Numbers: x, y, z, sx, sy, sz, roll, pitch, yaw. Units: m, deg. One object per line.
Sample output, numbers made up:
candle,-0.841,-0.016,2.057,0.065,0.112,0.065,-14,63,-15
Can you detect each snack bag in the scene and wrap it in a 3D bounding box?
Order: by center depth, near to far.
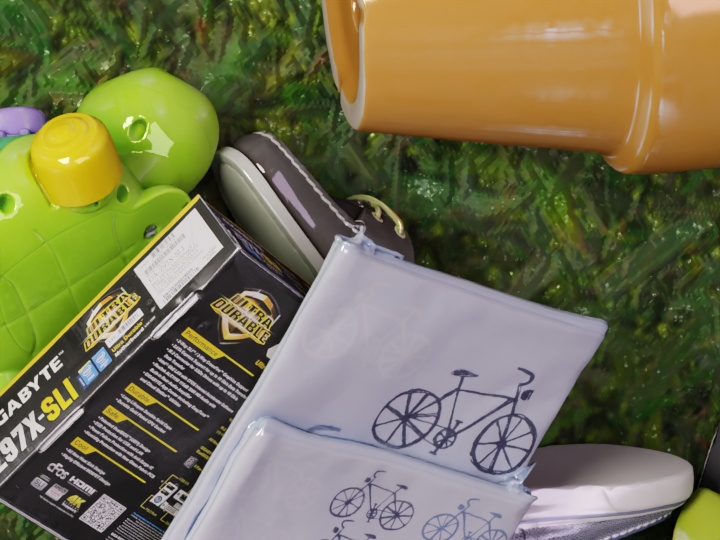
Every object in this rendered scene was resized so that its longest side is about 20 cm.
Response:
snack bag,0.015,0.087,1.337,0.189,0.021,0.200,18,108,-40

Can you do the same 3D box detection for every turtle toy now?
turtle toy,-0.145,-0.020,1.322,0.200,0.101,0.146,-33,135,-18

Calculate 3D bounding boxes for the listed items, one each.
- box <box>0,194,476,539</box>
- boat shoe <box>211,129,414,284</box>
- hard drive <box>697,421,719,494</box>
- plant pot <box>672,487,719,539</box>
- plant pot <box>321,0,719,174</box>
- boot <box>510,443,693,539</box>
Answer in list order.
box,-0.063,0.077,1.332,0.160,0.049,0.200,-46,134,6
boat shoe,0.000,0.000,1.413,0.061,0.072,0.201,-43,120,-11
hard drive,0.267,0.165,1.576,0.200,0.038,0.140,17,89,-27
plant pot,0.276,0.189,1.461,0.181,0.199,0.200,-18,105,-15
plant pot,0.079,-0.140,1.377,0.183,0.200,0.200,-7,100,-8
boot,0.077,0.148,1.474,0.200,0.073,0.090,-6,107,-16
